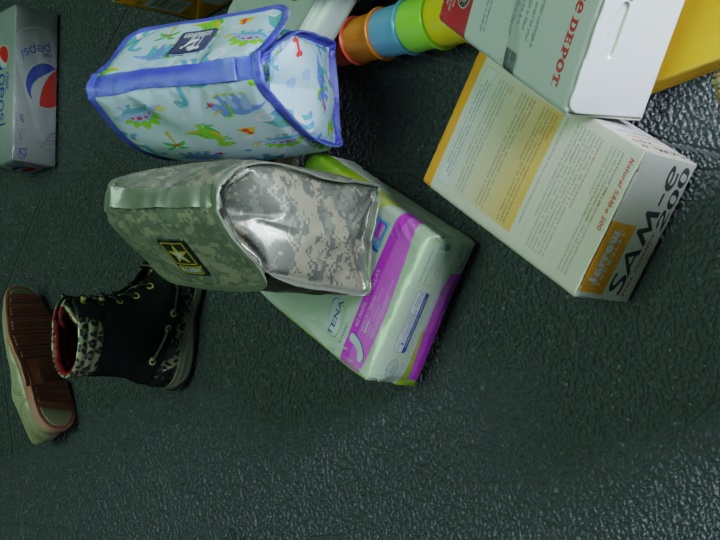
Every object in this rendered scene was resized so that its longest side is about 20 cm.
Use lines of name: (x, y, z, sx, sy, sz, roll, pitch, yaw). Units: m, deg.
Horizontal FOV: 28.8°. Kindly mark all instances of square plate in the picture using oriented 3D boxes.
square plate: (-0.059, -0.293, 1.383, 0.201, 0.028, 0.198, -58, 38, 15)

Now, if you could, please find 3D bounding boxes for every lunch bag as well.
lunch bag: (-0.106, -0.040, 1.221, 0.163, 0.199, 0.119, 4, 86, 45)
lunch bag: (-0.125, -0.162, 1.247, 0.168, 0.200, 0.129, -6, 91, 19)

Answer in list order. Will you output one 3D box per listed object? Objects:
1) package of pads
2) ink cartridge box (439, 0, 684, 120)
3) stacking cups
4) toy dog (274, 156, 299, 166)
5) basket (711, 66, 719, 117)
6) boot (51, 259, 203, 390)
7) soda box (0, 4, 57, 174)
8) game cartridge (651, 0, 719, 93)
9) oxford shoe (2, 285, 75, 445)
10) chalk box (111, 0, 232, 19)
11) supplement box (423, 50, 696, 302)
package of pads: (0.000, 0.000, 1.296, 0.200, 0.068, 0.156, 37, 111, 43)
ink cartridge box: (0.160, -0.226, 1.106, 0.200, 0.083, 0.146, 49, 130, 49)
stacking cups: (0.036, -0.218, 1.295, 0.199, 0.060, 0.061, -8, 79, 50)
toy dog: (-0.138, -0.172, 1.429, 0.200, 0.131, 0.097, 39, 153, 34)
basket: (0.335, -0.053, 0.889, 0.142, 0.148, 0.203, -22, 69, 43)
boot: (-0.246, 0.023, 1.491, 0.073, 0.153, 0.207, 1, 86, 46)
soda box: (-0.429, -0.229, 1.780, 0.068, 0.063, 0.203, -9, 78, 47)
game cartridge: (0.269, -0.255, 1.071, 0.175, 0.032, 0.203, -16, 76, 45)
oxford shoe: (-0.410, 0.117, 1.716, 0.074, 0.070, 0.202, -39, 59, 39)
chalk box: (-0.195, -0.393, 1.508, 0.123, 0.124, 0.203, -18, 74, 44)
supplement box: (0.156, -0.079, 1.135, 0.200, 0.073, 0.127, 42, 114, 41)
